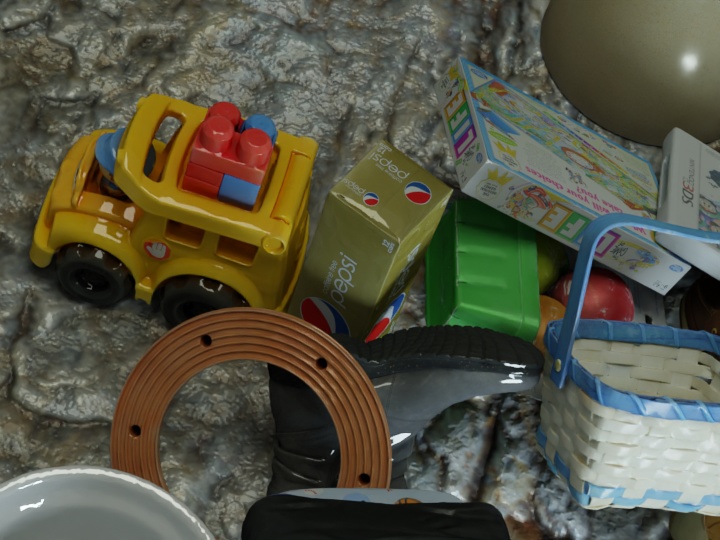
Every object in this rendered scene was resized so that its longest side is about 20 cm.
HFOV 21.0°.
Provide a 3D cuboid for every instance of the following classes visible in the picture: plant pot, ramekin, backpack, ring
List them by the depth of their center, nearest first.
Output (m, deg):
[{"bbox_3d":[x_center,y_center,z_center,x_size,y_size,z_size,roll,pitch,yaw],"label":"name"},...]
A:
[{"bbox_3d":[0.004,0.233,1.207,0.199,0.191,0.154,3,17,-3],"label":"backpack"},{"bbox_3d":[-0.183,0.236,1.248,0.200,0.098,0.201,7,55,-9],"label":"ramekin"},{"bbox_3d":[-0.075,0.124,1.324,0.200,0.201,0.019,32,13,9],"label":"ring"},{"bbox_3d":[0.268,-0.225,1.652,0.199,0.135,0.201,7,55,-10],"label":"plant pot"}]

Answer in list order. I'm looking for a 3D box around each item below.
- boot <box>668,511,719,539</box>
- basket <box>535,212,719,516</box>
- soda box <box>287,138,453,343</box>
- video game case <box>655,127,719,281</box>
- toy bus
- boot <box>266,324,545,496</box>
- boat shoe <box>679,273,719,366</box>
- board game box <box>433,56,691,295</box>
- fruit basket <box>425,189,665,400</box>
[{"bbox_3d":[0.291,0.221,1.407,0.144,0.071,0.201,41,46,-2],"label":"boot"},{"bbox_3d":[0.208,0.062,1.339,0.176,0.201,0.139,9,24,-22],"label":"basket"},{"bbox_3d":[0.000,0.000,1.390,0.064,0.200,0.068,36,55,12],"label":"soda box"},{"bbox_3d":[0.324,-0.021,1.532,0.200,0.024,0.182,31,29,-6],"label":"video game case"},{"bbox_3d":[-0.129,-0.061,1.406,0.199,0.192,0.136,17,56,0],"label":"toy bus"},{"bbox_3d":[0.030,0.111,1.367,0.199,0.132,0.070,-1,16,4],"label":"boot"},{"bbox_3d":[0.299,0.059,1.477,0.072,0.068,0.200,12,31,-16],"label":"boat shoe"},{"bbox_3d":[0.153,-0.072,1.476,0.200,0.034,0.135,26,31,-27],"label":"board game box"},{"bbox_3d":[0.145,0.032,1.479,0.199,0.094,0.186,19,47,-22],"label":"fruit basket"}]
